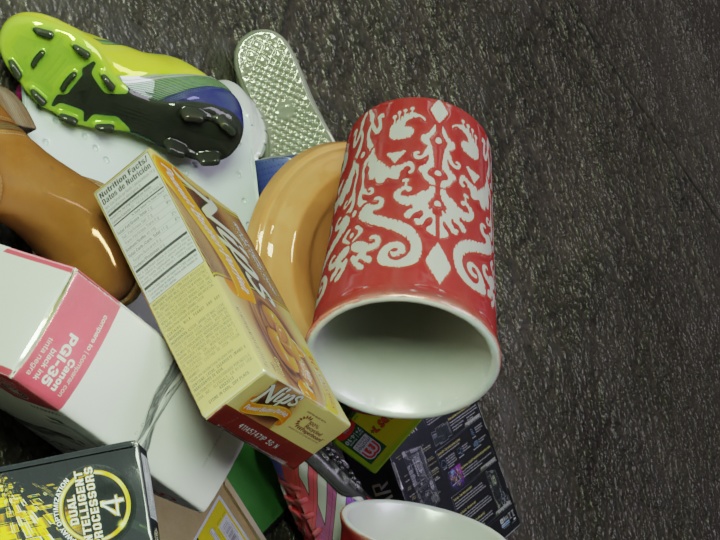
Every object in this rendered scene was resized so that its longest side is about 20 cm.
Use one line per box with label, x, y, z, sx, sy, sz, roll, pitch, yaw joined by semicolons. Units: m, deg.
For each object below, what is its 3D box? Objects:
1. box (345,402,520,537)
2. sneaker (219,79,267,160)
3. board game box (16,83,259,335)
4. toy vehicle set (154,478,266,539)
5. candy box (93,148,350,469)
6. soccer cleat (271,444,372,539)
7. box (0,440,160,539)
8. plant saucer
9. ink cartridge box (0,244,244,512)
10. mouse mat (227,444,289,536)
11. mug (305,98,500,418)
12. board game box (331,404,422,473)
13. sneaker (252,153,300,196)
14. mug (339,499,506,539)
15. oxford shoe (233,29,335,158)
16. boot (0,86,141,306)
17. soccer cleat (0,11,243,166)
box;0.067;0.191;1.823;0.200;0.043;0.161;-27;98;-61
sneaker;-0.133;-0.090;1.605;0.087;0.074;0.201;48;36;-29
board game box;-0.162;-0.041;1.502;0.199;0.026;0.202;8;66;-36
toy vehicle set;-0.116;0.220;1.494;0.201;0.026;0.124;60;34;-21
candy box;-0.092;0.025;1.323;0.115;0.055;0.201;39;17;-54
soccer cleat;-0.026;0.195;1.617;0.200;0.073;0.068;48;3;-28
box;-0.194;0.218;1.228;0.049;0.160;0.202;79;0;-77
plant saucer;0.000;0.000;1.550;0.199;0.037;0.202;3;85;-38
ink cartridge box;-0.184;0.068;1.326;0.200;0.146;0.083;43;70;-42
mouse mat;-0.106;0.113;1.600;0.201;0.007;0.161;66;29;-9
mug;0.021;-0.006;1.444;0.133;0.177;0.201;32;43;-28
board game box;0.034;0.079;1.714;0.047;0.102;0.200;36;22;-9
sneaker;-0.051;0.012;1.574;0.115;0.080;0.201;-25;102;-44
mug;0.010;0.289;1.544;0.133;0.176;0.202;-100;-159;-79
oxford shoe;-0.061;-0.112;1.754;0.058;0.075;0.201;-167;-121;-81
boot;-0.236;-0.054;1.341;0.201;0.077;0.155;56;17;9
soccer cleat;-0.178;-0.140;1.489;0.199;0.065;0.084;23;27;-24
